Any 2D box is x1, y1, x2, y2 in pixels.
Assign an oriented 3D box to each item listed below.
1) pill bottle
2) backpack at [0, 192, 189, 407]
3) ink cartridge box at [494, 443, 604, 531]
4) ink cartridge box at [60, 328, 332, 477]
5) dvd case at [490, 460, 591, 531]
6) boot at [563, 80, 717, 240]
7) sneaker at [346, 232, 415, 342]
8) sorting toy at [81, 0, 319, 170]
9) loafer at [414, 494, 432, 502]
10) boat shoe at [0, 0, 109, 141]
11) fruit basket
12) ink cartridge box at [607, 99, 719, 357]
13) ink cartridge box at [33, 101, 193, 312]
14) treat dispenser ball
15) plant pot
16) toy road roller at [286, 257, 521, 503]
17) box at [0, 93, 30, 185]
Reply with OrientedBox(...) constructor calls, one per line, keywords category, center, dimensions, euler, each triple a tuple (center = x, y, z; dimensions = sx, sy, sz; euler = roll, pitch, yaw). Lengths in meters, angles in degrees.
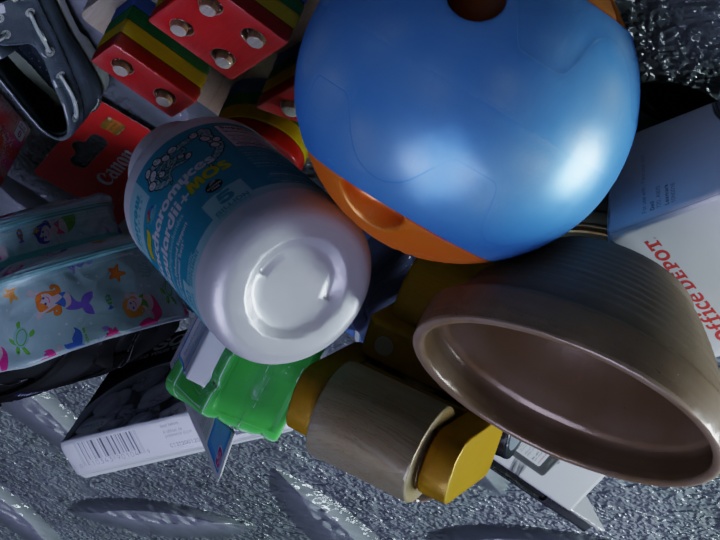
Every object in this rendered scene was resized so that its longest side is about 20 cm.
OrientedBox(category="pill bottle", center=(-0.082, -0.029, 1.118), dimensions=(0.111, 0.111, 0.200), euler=(46, 178, -37))
OrientedBox(category="backpack", center=(-0.239, 0.023, 1.379), dimensions=(0.200, 0.177, 0.151), euler=(-12, 93, 52))
OrientedBox(category="ink cartridge box", center=(0.134, 0.113, 1.411), dimensions=(0.200, 0.116, 0.067), euler=(35, 104, -25))
OrientedBox(category="ink cartridge box", center=(-0.118, 0.077, 1.417), dimensions=(0.198, 0.200, 0.043), euler=(-15, 114, 25))
OrientedBox(category="dvd case", center=(0.104, 0.130, 1.466), dimensions=(0.200, 0.143, 0.018), euler=(35, 105, -24))
OrientedBox(category="boot", center=(0.138, -0.082, 1.152), dimensions=(0.200, 0.078, 0.138), euler=(5, 145, 1))
OrientedBox(category="sneaker", center=(0.000, 0.000, 1.331), dimensions=(0.082, 0.074, 0.200), euler=(54, 166, 14))
OrientedBox(category="sorting toy", center=(-0.069, -0.137, 1.177), dimensions=(0.199, 0.070, 0.200), euler=(35, 147, -24))
OrientedBox(category="loafer", center=(0.040, 0.148, 1.426), dimensions=(0.073, 0.071, 0.200), euler=(40, -168, -4))
OrientedBox(category="boat shoe", center=(-0.246, -0.171, 1.237), dimensions=(0.073, 0.062, 0.200), euler=(2, 145, 30))
OrientedBox(category="fruit basket", center=(-0.089, 0.028, 1.264), dimensions=(0.094, 0.185, 0.200), euler=(21, -165, -27))
OrientedBox(category="ink cartridge box", center=(0.268, -0.042, 1.064), dimensions=(0.200, 0.084, 0.146), euler=(-20, 134, 28))
OrientedBox(category="ink cartridge box", center=(-0.159, -0.042, 1.413), dimensions=(0.200, 0.050, 0.161), euler=(28, 149, -18))
OrientedBox(category="treat dispenser ball", center=(0.062, -0.104, 1.019), dimensions=(0.201, 0.201, 0.201), euler=(15, 150, 9))
OrientedBox(category="plant pot", center=(0.141, 0.044, 1.064), dimensions=(0.201, 0.093, 0.201), euler=(24, 159, 10))
OrientedBox(category="toy road roller", center=(0.052, 0.058, 1.206), dimensions=(0.123, 0.200, 0.146), euler=(24, 112, 20))
OrientedBox(category="box", center=(-0.356, -0.130, 1.334), dimensions=(0.095, 0.100, 0.200), euler=(1, 145, 31))
